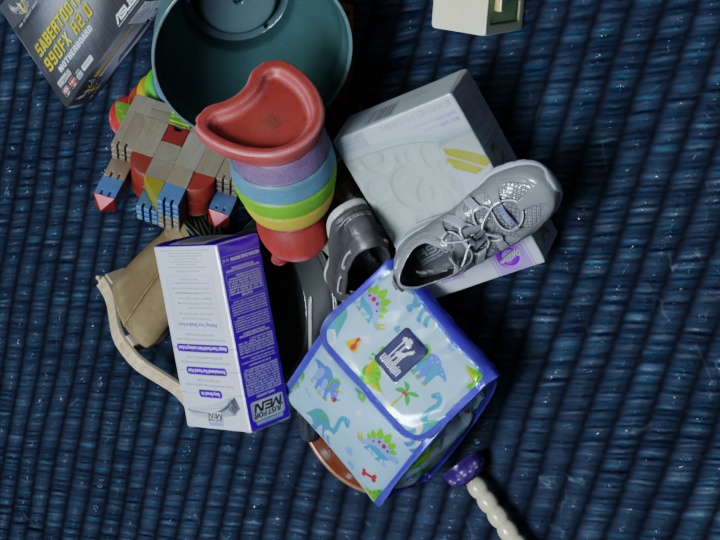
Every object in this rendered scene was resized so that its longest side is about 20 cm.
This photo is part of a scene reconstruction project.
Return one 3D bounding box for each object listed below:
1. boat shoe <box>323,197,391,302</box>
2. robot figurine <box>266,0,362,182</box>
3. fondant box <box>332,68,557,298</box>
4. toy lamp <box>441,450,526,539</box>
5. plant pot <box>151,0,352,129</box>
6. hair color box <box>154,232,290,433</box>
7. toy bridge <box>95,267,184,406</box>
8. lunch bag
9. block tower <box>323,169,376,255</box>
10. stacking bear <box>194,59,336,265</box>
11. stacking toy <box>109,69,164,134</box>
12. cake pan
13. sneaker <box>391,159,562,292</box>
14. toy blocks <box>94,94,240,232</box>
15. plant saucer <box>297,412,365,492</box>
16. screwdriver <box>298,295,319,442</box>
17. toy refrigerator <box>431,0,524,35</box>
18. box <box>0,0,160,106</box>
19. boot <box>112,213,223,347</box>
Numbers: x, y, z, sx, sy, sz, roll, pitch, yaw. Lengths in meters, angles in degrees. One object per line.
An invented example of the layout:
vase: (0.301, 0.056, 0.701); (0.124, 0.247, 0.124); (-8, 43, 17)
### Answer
boat shoe: (0.000, 0.000, 1.612); (0.057, 0.066, 0.200); (61, 170, 27)
robot figurine: (-0.064, -0.185, 1.655); (0.144, 0.058, 0.202); (2, 85, 36)
fondant box: (0.085, -0.082, 1.543); (0.143, 0.058, 0.201); (-19, 114, 32)
toy lamp: (0.164, 0.284, 1.632); (0.058, 0.058, 0.201); (-43, 75, 35)
plant pot: (-0.117, -0.251, 1.566); (0.201, 0.199, 0.135); (-60, 29, 30)
hair color box: (-0.146, 0.065, 1.634); (0.109, 0.065, 0.202); (0, 102, 46)
toy bridge: (-0.264, 0.083, 1.885); (0.200, 0.067, 0.027); (52, 131, 14)
lunch bag: (0.037, 0.112, 1.595); (0.170, 0.127, 0.200); (48, 124, 17)
block tower: (0.013, -0.092, 1.638); (0.054, 0.058, 0.200); (44, 128, -11)
stacking bear: (-0.076, -0.088, 1.550); (0.113, 0.121, 0.201); (35, 154, 29)
stacking toy: (-0.220, -0.205, 1.783); (0.199, 0.085, 0.086); (-26, 86, 45)
cake pan: (-0.103, 0.037, 1.749); (0.199, 0.037, 0.202); (11, 105, 47)
sneaker: (0.110, -0.031, 1.478); (0.075, 0.082, 0.200); (46, 126, -12)
toy blocks: (-0.204, -0.108, 1.718); (0.198, 0.137, 0.100); (17, 148, 6)
plant saucer: (0.014, 0.149, 1.722); (0.199, 0.032, 0.202); (10, 108, 35)
screwdriver: (-0.058, 0.110, 1.691); (0.028, 0.029, 0.201); (39, 145, 40)
toy refrigerator: (0.123, -0.333, 1.493); (0.070, 0.076, 0.202); (15, 109, 32)
box: (-0.329, -0.320, 1.843); (0.200, 0.048, 0.159); (-43, 76, 35)
boot: (-0.209, 0.033, 1.799); (0.200, 0.066, 0.176); (-46, 55, 44)
